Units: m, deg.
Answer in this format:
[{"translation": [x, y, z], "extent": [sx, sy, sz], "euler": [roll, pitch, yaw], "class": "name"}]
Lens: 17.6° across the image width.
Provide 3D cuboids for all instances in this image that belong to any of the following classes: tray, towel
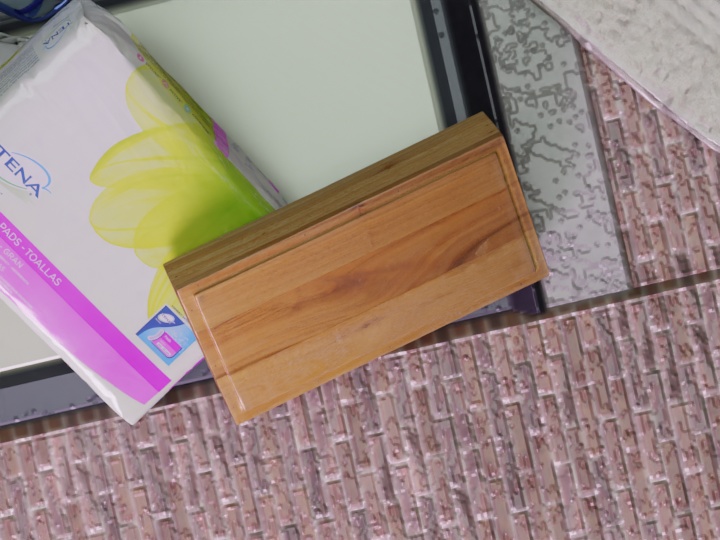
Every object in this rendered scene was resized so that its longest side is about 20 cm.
[{"translation": [0.000, 0.000, 1.302], "extent": [0.199, 0.037, 0.099], "euler": [-26, 123, -6], "class": "tray"}, {"translation": [0.189, -0.164, 1.326], "extent": [0.200, 0.034, 0.133], "euler": [41, 93, 5], "class": "towel"}]

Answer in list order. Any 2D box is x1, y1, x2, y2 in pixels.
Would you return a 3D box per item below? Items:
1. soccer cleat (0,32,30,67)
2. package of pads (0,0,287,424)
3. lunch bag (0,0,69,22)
[{"translation": [-0.233, -0.118, 1.351], "extent": [0.199, 0.069, 0.086], "euler": [-17, 94, 10], "class": "soccer cleat"}, {"translation": [-0.141, -0.036, 1.308], "extent": [0.154, 0.068, 0.200], "euler": [-42, 112, 5], "class": "package of pads"}, {"translation": [-0.175, -0.244, 1.295], "extent": [0.082, 0.161, 0.200], "euler": [42, 94, 26], "class": "lunch bag"}]
